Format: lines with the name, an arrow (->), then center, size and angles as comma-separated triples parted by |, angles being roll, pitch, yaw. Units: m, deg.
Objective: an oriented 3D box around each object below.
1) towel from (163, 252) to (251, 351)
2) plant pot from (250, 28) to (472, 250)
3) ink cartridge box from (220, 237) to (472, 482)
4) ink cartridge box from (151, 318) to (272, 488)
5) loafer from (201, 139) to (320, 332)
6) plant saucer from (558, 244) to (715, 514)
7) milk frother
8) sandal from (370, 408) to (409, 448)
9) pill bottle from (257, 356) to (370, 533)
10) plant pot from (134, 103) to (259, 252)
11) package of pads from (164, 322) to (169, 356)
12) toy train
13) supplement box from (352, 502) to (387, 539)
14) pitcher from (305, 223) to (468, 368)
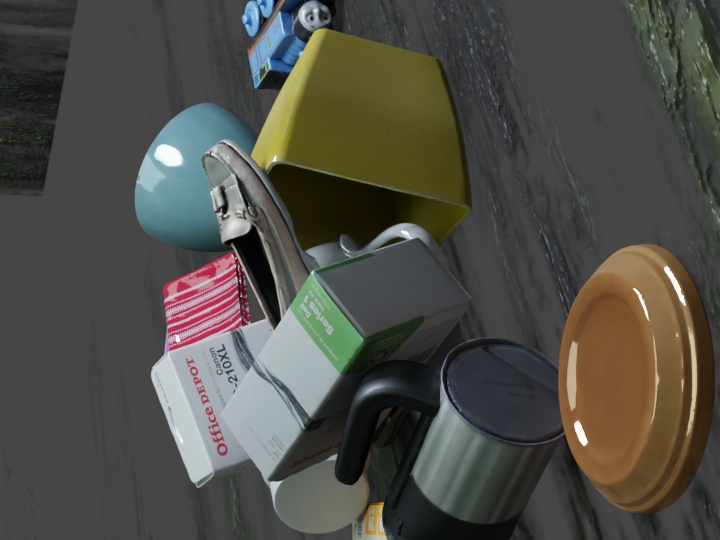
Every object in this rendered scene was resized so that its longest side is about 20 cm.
towel -> -0.220, 0.084, 2.324 | 0.144, 0.022, 0.200 | -23, 59, 25
plant pot -> -0.008, -0.122, 1.615 | 0.200, 0.199, 0.177 | 131, 149, -62
ink cartridge box -> -0.015, 0.079, 1.419 | 0.084, 0.146, 0.200 | 50, 130, 19
ink cartridge box -> -0.111, 0.136, 1.796 | 0.145, 0.200, 0.084 | 68, 156, 9
loafer -> -0.095, -0.027, 1.496 | 0.200, 0.063, 0.072 | 58, 151, 4
plant saucer -> 0.197, 0.080, 1.204 | 0.200, 0.037, 0.201 | -178, 90, -71
milk frother -> 0.073, 0.188, 1.325 | 0.200, 0.180, 0.188 | -99, 21, -45
sandal -> 0.024, 0.113, 1.672 | 0.080, 0.057, 0.201 | -108, 29, -44
pill bottle -> -0.050, 0.165, 1.648 | 0.200, 0.113, 0.114 | -103, 23, -56
plant pot -> -0.182, -0.104, 2.153 | 0.135, 0.200, 0.201 | 28, 121, 30
package of pads -> -0.243, 0.145, 2.443 | 0.200, 0.068, 0.155 | -130, 45, -59
toy train -> -0.083, -0.305, 2.009 | 0.200, 0.086, 0.115 | 138, 122, -62
supplement box -> 0.043, 0.325, 1.570 | 0.126, 0.073, 0.201 | 155, 115, -70
pitcher -> 0.011, 0.021, 1.549 | 0.200, 0.121, 0.172 | 22, 122, 46
